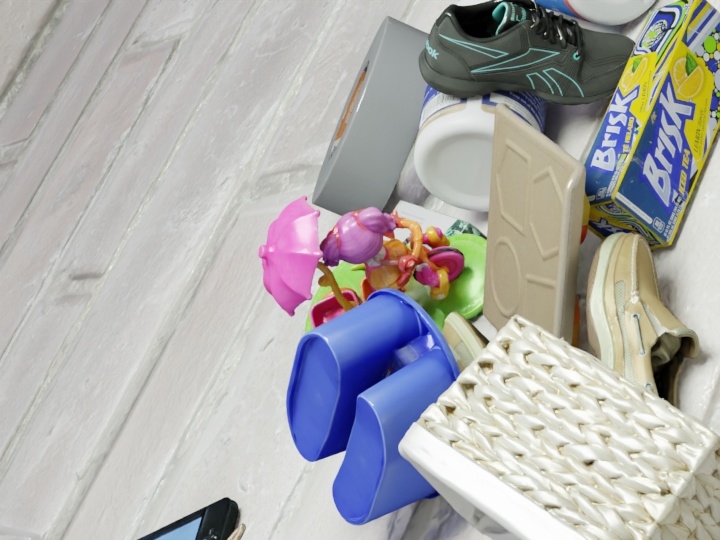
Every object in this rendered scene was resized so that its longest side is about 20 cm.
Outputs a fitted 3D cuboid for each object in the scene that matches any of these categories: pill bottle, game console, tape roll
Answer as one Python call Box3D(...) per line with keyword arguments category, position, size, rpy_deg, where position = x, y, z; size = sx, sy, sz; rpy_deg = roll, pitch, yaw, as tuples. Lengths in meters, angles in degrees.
Box3D(category="pill bottle", position=(0.198, -0.299, 1.630), size=(0.113, 0.112, 0.200), rpy_deg=(-53, 25, 1))
Box3D(category="game console", position=(-0.230, 0.292, 1.637), size=(0.199, 0.116, 0.177), rpy_deg=(-29, 35, 42))
Box3D(category="pill bottle", position=(0.117, -0.162, 1.596), size=(0.115, 0.115, 0.201), rpy_deg=(-32, 33, 39))
Box3D(category="tape roll", position=(0.017, -0.148, 1.729), size=(0.200, 0.066, 0.202), rpy_deg=(-157, 90, -84))

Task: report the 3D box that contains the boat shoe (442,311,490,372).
Box3D(category="boat shoe", position=(0.098, 0.100, 1.358), size=(0.063, 0.073, 0.201), rpy_deg=(-45, 33, 8))

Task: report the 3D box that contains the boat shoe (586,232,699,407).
Box3D(category="boat shoe", position=(0.208, 0.055, 1.238), size=(0.076, 0.072, 0.202), rpy_deg=(-19, 51, 32))

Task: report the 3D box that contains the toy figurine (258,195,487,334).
Box3D(category="toy figurine", position=(0.000, 0.000, 1.465), size=(0.198, 0.184, 0.151), rpy_deg=(-27, 57, 14))

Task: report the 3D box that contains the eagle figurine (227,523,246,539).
Box3D(category="eagle figurine", position=(-0.080, 0.329, 1.355), size=(0.200, 0.150, 0.153), rpy_deg=(39, 138, 36))

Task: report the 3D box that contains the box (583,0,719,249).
Box3D(category="box", position=(0.239, -0.116, 1.378), size=(0.064, 0.070, 0.202), rpy_deg=(-14, 46, 58))

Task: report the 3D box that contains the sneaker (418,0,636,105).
Box3D(category="sneaker", position=(0.152, -0.192, 1.498), size=(0.080, 0.197, 0.076), rpy_deg=(99, 165, -47))

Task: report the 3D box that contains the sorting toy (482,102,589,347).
Box3D(category="sorting toy", position=(0.142, -0.020, 1.376), size=(0.200, 0.036, 0.187), rpy_deg=(-121, 31, -65))

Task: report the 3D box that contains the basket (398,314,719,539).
Box3D(category="basket", position=(0.146, 0.137, 1.095), size=(0.124, 0.136, 0.199), rpy_deg=(-50, 47, -8))

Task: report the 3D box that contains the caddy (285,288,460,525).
Box3D(category="caddy", position=(0.020, 0.106, 1.365), size=(0.142, 0.104, 0.201), rpy_deg=(54, 151, 26))

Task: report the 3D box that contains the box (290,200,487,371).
Box3D(category="box", position=(0.025, 0.035, 1.606), size=(0.201, 0.036, 0.144), rpy_deg=(-58, 26, -5))
